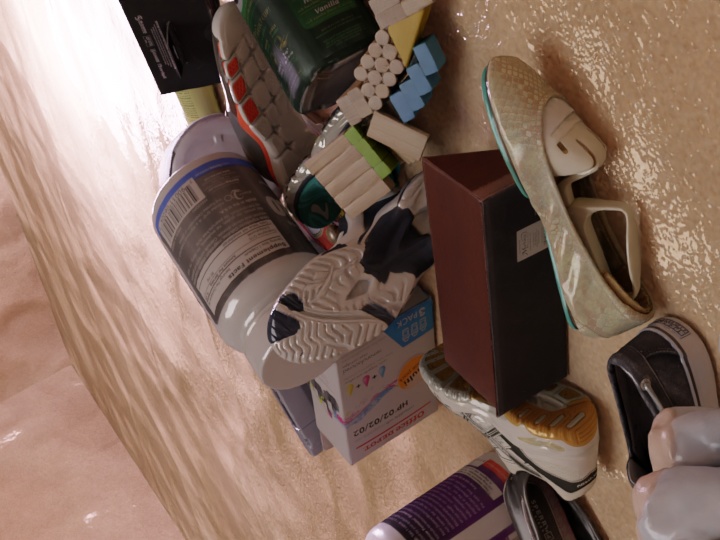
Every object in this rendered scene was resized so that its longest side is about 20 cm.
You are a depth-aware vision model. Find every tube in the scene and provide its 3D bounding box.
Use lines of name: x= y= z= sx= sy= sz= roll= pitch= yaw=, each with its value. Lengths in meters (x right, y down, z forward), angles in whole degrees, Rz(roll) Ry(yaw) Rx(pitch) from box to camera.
tube: x=-0.189 y=-0.195 z=1.282 sx=0.058 sy=0.051 sz=0.202 roll=-82 pitch=-20 yaw=-53

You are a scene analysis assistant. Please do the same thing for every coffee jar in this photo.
coffee jar: x=-0.063 y=-0.237 z=0.894 sx=0.202 sy=0.084 sz=0.104 roll=60 pitch=165 yaw=6

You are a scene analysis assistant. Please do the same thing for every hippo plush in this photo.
hippo plush: x=0.222 y=0.088 z=0.532 sx=0.200 sy=0.158 sz=0.163 roll=40 pitch=150 yaw=44

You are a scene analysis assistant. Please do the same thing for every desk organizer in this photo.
desk organizer: x=0.102 y=0.001 z=0.820 sx=0.077 sy=0.071 sz=0.203 roll=42 pitch=150 yaw=46

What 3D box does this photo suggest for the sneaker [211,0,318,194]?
sneaker: x=-0.102 y=-0.152 z=1.000 sx=0.081 sy=0.077 sz=0.202 roll=17 pitch=140 yaw=40

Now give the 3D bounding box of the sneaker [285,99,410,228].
sneaker: x=-0.008 y=-0.083 z=0.958 sx=0.080 sy=0.077 sz=0.200 roll=48 pitch=150 yaw=5

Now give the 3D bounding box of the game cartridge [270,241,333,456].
game cartridge: x=-0.043 y=0.078 z=1.135 sx=0.202 sy=0.132 sz=0.040 roll=63 pitch=167 yaw=-25

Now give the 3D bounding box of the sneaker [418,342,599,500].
sneaker: x=0.118 y=0.126 z=0.915 sx=0.199 sy=0.075 sz=0.089 roll=31 pitch=142 yaw=53

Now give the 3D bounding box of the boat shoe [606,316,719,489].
boat shoe: x=0.210 y=0.134 z=0.731 sx=0.071 sy=0.067 sz=0.203 roll=21 pitch=134 yaw=59

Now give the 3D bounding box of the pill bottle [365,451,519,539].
pill bottle: x=0.072 y=0.263 z=1.007 sx=0.112 sy=0.198 sz=0.112 roll=47 pitch=153 yaw=33

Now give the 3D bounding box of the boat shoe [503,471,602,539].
boat shoe: x=0.183 y=0.256 z=0.927 sx=0.202 sy=0.066 sz=0.057 roll=61 pitch=168 yaw=13

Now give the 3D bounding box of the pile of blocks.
pile of blocks: x=0.027 y=-0.136 z=0.830 sx=0.081 sy=0.062 sz=0.202 roll=28 pitch=125 yaw=5

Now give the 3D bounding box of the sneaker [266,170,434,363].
sneaker: x=0.000 y=0.000 z=0.895 sx=0.079 sy=0.200 sz=0.130 roll=42 pitch=169 yaw=-5

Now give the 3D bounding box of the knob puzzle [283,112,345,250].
knob puzzle: x=-0.035 y=-0.065 z=1.102 sx=0.220 sy=0.030 sz=0.222 roll=47 pitch=153 yaw=34

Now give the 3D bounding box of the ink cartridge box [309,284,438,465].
ink cartridge box: x=0.013 y=0.107 z=1.075 sx=0.068 sy=0.114 sz=0.202 roll=42 pitch=151 yaw=40

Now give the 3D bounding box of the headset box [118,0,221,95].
headset box: x=-0.174 y=-0.272 z=0.989 sx=0.149 sy=0.076 sz=0.203 roll=77 pitch=-178 yaw=-66

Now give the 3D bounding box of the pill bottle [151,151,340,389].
pill bottle: x=-0.095 y=0.000 z=0.973 sx=0.201 sy=0.112 sz=0.115 roll=53 pitch=156 yaw=30

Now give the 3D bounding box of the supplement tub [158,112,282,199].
supplement tub: x=-0.154 y=-0.101 z=1.178 sx=0.124 sy=0.121 sz=0.200 roll=66 pitch=169 yaw=-9

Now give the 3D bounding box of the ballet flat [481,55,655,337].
ballet flat: x=0.141 y=-0.052 z=0.708 sx=0.062 sy=0.067 sz=0.203 roll=-11 pitch=111 yaw=38
